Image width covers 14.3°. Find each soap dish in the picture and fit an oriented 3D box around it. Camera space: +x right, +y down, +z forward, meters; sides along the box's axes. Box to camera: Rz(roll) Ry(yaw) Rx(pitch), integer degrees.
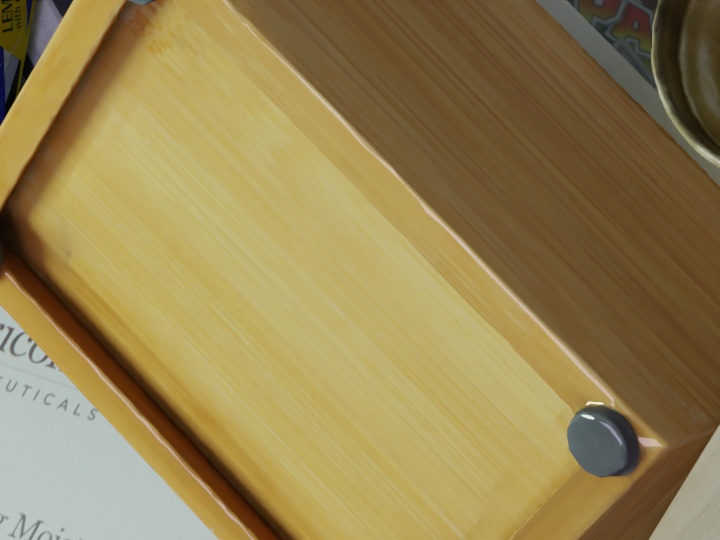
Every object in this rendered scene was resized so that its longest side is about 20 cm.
[{"bbox_3d":[0.000,0.000,0.671,0.200,0.081,0.157,46,134,8],"label":"soap dish"}]

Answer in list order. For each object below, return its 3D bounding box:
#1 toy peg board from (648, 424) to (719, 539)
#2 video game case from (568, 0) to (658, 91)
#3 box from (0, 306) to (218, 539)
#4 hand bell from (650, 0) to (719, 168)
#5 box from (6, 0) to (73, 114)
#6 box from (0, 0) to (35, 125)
[{"bbox_3d":[0.171,0.061,0.620,0.098,0.200,0.199,53,132,33],"label":"toy peg board"},{"bbox_3d":[0.123,0.000,0.784,0.200,0.023,0.182,36,137,12],"label":"video game case"},{"bbox_3d":[-0.044,0.117,0.873,0.199,0.131,0.200,15,157,33],"label":"box"},{"bbox_3d":[0.154,-0.006,0.667,0.104,0.104,0.200,5,150,36],"label":"hand bell"},{"bbox_3d":[-0.072,-0.076,0.812,0.200,0.106,0.122,30,126,18],"label":"box"},{"bbox_3d":[-0.124,-0.083,0.729,0.064,0.070,0.200,26,122,21],"label":"box"}]
